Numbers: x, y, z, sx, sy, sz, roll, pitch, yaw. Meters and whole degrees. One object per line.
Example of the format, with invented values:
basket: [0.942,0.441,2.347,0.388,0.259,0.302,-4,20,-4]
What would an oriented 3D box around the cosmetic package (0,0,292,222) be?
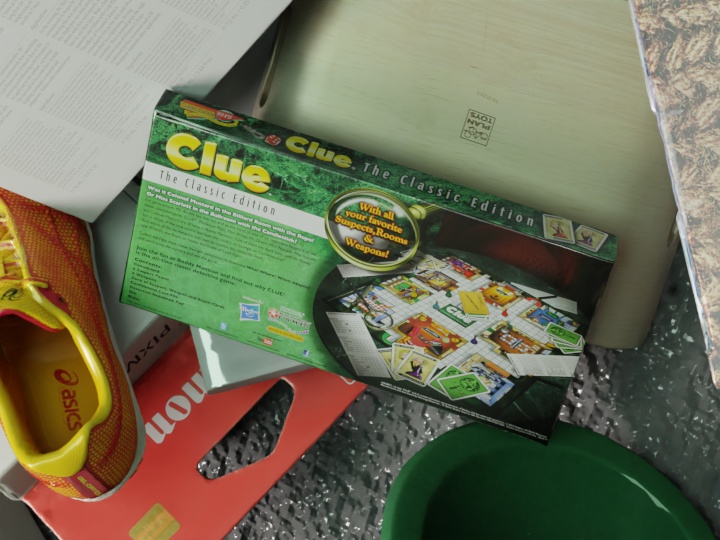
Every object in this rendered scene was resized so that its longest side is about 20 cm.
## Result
cosmetic package: [-0.128,-0.113,0.847,0.200,0.150,0.052,-42,40,41]

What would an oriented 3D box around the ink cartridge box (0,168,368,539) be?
ink cartridge box: [-0.097,0.030,0.963,0.176,0.045,0.200,42,82,19]

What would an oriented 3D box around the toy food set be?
toy food set: [0.052,-0.065,0.899,0.198,0.060,0.145,19,102,4]

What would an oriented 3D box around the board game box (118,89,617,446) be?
board game box: [0.000,0.000,0.874,0.198,0.024,0.105,19,129,3]

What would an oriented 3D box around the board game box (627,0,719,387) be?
board game box: [0.188,-0.051,0.772,0.096,0.200,0.161,-14,86,27]

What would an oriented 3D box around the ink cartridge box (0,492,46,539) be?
ink cartridge box: [-0.202,0.223,1.050,0.146,0.083,0.201,-41,75,23]

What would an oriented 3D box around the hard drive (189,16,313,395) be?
hard drive: [-0.032,-0.058,0.943,0.131,0.026,0.202,-15,80,-3]

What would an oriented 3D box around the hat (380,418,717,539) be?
hat: [0.066,0.195,0.908,0.177,0.164,0.201,113,156,-45]

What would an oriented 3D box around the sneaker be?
sneaker: [-0.149,0.005,0.916,0.073,0.077,0.201,-30,66,0]
